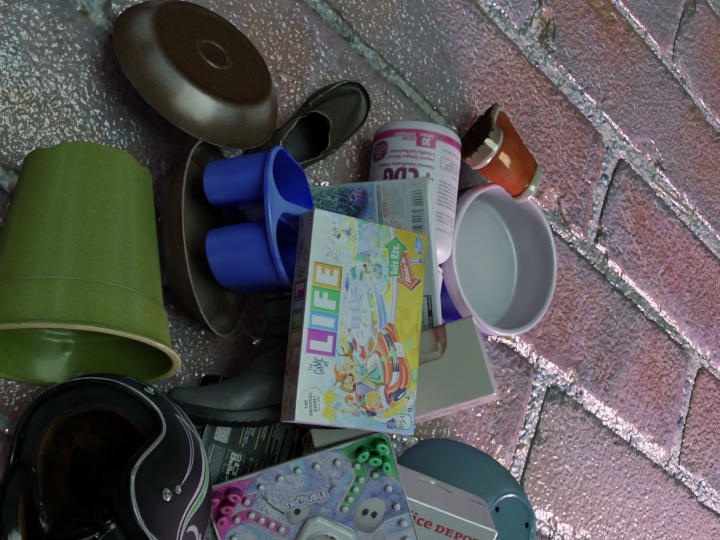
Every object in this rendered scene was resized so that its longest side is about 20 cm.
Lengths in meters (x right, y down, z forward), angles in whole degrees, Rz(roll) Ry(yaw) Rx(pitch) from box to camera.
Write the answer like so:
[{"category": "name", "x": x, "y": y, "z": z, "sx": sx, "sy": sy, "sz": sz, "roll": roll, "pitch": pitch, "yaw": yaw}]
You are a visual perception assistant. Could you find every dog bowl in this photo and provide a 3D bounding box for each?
[{"category": "dog bowl", "x": 0.170, "y": -0.013, "z": 1.242, "sx": 0.198, "sy": 0.078, "sz": 0.204, "roll": 5, "pitch": 82, "yaw": -37}]

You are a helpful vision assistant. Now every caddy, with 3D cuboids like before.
[{"category": "caddy", "x": -0.089, "y": -0.048, "z": 0.972, "sx": 0.200, "sy": 0.103, "sz": 0.144, "roll": 37, "pitch": 47, "yaw": -77}]

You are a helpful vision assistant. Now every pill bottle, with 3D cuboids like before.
[{"category": "pill bottle", "x": 0.061, "y": -0.071, "z": 1.142, "sx": 0.112, "sy": 0.113, "sz": 0.203, "roll": 14, "pitch": 76, "yaw": -35}]

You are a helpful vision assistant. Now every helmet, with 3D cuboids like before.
[{"category": "helmet", "x": -0.226, "y": 0.199, "z": 0.843, "sx": 0.199, "sy": 0.200, "sz": 0.192, "roll": 37, "pitch": 27, "yaw": -28}]

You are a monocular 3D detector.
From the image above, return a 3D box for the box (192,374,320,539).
[{"category": "box", "x": -0.126, "y": 0.233, "z": 1.004, "sx": 0.159, "sy": 0.049, "sz": 0.203, "roll": 27, "pitch": 69, "yaw": -35}]

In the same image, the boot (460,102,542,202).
[{"category": "boot", "x": 0.187, "y": -0.153, "z": 1.222, "sx": 0.107, "sy": 0.075, "sz": 0.201, "roll": 38, "pitch": 23, "yaw": -11}]

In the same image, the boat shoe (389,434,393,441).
[{"category": "boat shoe", "x": 0.001, "y": 0.212, "z": 1.095, "sx": 0.065, "sy": 0.071, "sz": 0.201, "roll": 45, "pitch": 63, "yaw": -31}]

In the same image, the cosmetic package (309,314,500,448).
[{"category": "cosmetic package", "x": 0.043, "y": 0.122, "z": 0.996, "sx": 0.103, "sy": 0.197, "sz": 0.089, "roll": 47, "pitch": 27, "yaw": -74}]

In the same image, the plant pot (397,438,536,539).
[{"category": "plant pot", "x": 0.137, "y": 0.312, "z": 1.144, "sx": 0.198, "sy": 0.134, "sz": 0.204, "roll": 6, "pitch": 81, "yaw": -37}]

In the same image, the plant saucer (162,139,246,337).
[{"category": "plant saucer", "x": -0.161, "y": -0.032, "z": 0.957, "sx": 0.200, "sy": 0.034, "sz": 0.204, "roll": -4, "pitch": 90, "yaw": -81}]

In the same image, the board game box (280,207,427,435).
[{"category": "board game box", "x": -0.004, "y": 0.053, "z": 0.910, "sx": 0.133, "sy": 0.034, "sz": 0.203, "roll": 11, "pitch": 77, "yaw": -29}]

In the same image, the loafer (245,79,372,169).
[{"category": "loafer", "x": -0.046, "y": -0.164, "z": 1.097, "sx": 0.200, "sy": 0.071, "sz": 0.074, "roll": -46, "pitch": 111, "yaw": -32}]

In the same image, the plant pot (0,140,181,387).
[{"category": "plant pot", "x": -0.262, "y": -0.008, "z": 0.861, "sx": 0.198, "sy": 0.199, "sz": 0.193, "roll": 15, "pitch": 63, "yaw": -35}]

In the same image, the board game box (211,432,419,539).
[{"category": "board game box", "x": -0.038, "y": 0.288, "z": 0.952, "sx": 0.197, "sy": 0.026, "sz": 0.203, "roll": -17, "pitch": 102, "yaw": -2}]

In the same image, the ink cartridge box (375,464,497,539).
[{"category": "ink cartridge box", "x": 0.046, "y": 0.333, "z": 1.027, "sx": 0.143, "sy": 0.085, "sz": 0.203, "roll": 21, "pitch": 96, "yaw": -6}]

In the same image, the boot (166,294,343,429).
[{"category": "boot", "x": -0.098, "y": 0.092, "z": 0.947, "sx": 0.196, "sy": 0.070, "sz": 0.134, "roll": 3, "pitch": 76, "yaw": -5}]

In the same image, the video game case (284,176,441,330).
[{"category": "video game case", "x": 0.000, "y": 0.000, "z": 1.071, "sx": 0.179, "sy": 0.024, "sz": 0.204, "roll": -4, "pitch": 87, "yaw": 6}]

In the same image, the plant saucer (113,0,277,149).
[{"category": "plant saucer", "x": -0.162, "y": -0.217, "z": 0.978, "sx": 0.199, "sy": 0.037, "sz": 0.202, "roll": 28, "pitch": 40, "yaw": -26}]
